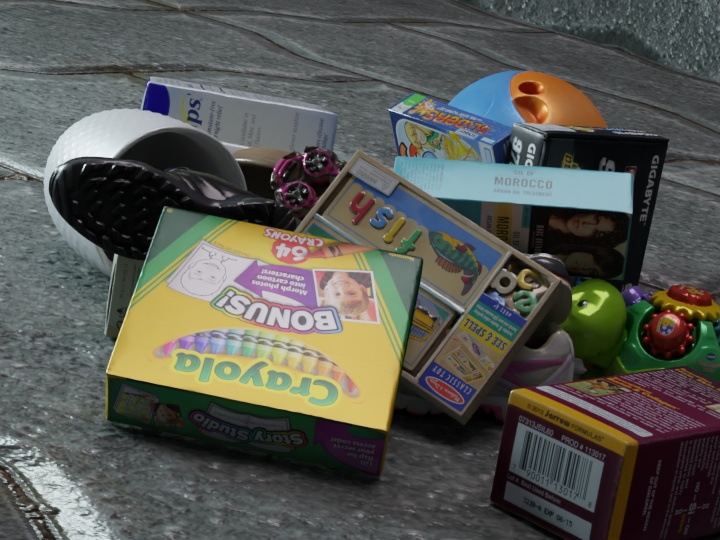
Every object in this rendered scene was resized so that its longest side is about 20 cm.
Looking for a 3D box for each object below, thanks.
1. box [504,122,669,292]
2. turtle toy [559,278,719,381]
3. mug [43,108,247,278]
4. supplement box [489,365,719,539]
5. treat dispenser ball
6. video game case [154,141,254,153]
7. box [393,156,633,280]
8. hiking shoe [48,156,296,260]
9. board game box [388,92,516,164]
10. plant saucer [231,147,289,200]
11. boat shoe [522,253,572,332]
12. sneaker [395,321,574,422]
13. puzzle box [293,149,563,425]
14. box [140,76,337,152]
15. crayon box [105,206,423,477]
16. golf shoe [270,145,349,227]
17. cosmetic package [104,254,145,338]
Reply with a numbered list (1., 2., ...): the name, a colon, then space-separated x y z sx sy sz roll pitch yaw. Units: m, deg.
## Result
1. box: 0.186 -0.028 1.763 0.158 0.201 0.046 0 17 -39
2. turtle toy: 0.245 0.062 1.658 0.199 0.102 0.146 6 15 -19
3. mug: -0.183 -0.057 1.758 0.200 0.148 0.175 32 -4 -33
4. supplement box: 0.201 0.131 1.393 0.199 0.086 0.110 -3 20 -43
5. treat dispenser ball: 0.165 -0.105 2.044 0.199 0.202 0.201 10 14 -3
6. video game case: -0.104 -0.079 1.914 0.181 0.023 0.200 11 -15 1
7. box: 0.124 -0.043 1.652 0.199 0.083 0.049 4 46 5
8. hiking shoe: -0.156 -0.046 1.578 0.199 0.076 0.101 15 5 -20
9. board game box: 0.099 -0.053 1.810 0.034 0.201 0.135 -34 38 -29
10. plant saucer: -0.048 -0.053 1.802 0.199 0.030 0.200 22 -21 9
11. boat shoe: 0.126 0.020 1.618 0.071 0.063 0.200 16 -21 -6
12. sneaker: 0.078 0.064 1.553 0.199 0.089 0.081 8 14 -9
13. puzzle box: 0.037 0.011 1.519 0.199 0.133 0.025 33 -13 20
14. box: -0.135 -0.135 2.086 0.199 0.106 0.184 10 5 -7
15. crayon box: -0.066 0.048 1.424 0.199 0.059 0.173 11 44 2
16. golf shoe: 0.021 -0.029 1.602 0.199 0.073 0.092 32 -14 23
17. cosmetic package: -0.105 0.020 1.618 0.199 0.074 0.104 9 15 -7
